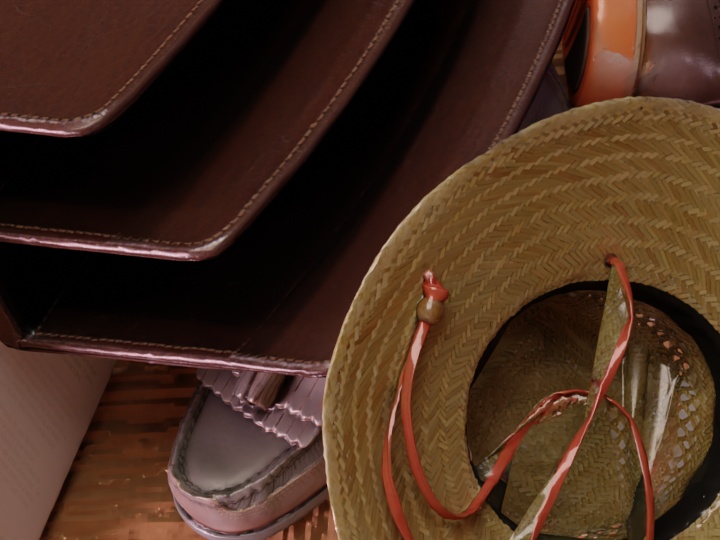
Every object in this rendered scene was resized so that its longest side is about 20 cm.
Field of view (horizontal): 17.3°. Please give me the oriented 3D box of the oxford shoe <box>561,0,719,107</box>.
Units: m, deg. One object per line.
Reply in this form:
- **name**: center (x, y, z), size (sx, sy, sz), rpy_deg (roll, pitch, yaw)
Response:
- **oxford shoe**: center (0.113, -0.140, 0.871), size (0.072, 0.071, 0.201), rpy_deg (5, 60, -4)

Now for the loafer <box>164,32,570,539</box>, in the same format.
- **loafer**: center (0.000, 0.000, 0.797), size (0.072, 0.063, 0.200), rpy_deg (30, 69, 30)

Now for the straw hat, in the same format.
- **straw hat**: center (0.066, 0.045, 0.728), size (0.201, 0.201, 0.085), rpy_deg (-47, 14, -17)

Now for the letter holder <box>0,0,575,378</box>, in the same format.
- **letter holder**: center (-0.028, -0.073, 0.751), size (0.141, 0.101, 0.201), rpy_deg (6, 46, 29)

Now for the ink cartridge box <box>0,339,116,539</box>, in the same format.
- **ink cartridge box**: center (-0.123, -0.009, 0.788), size (0.048, 0.146, 0.201), rpy_deg (5, 58, 26)
